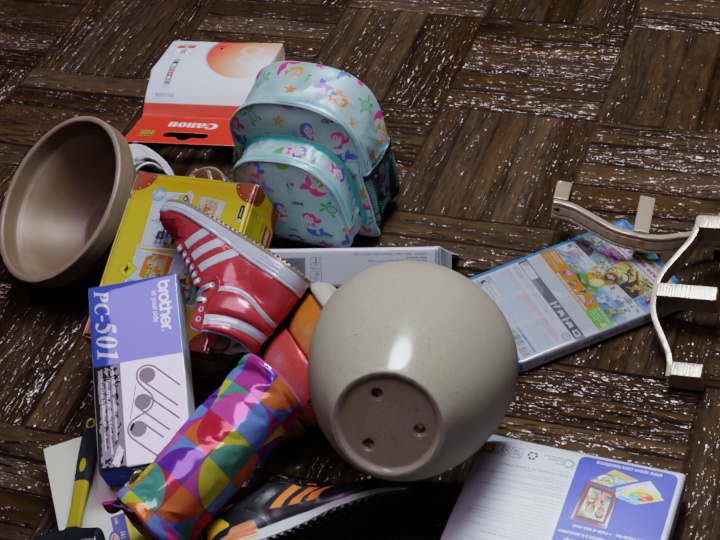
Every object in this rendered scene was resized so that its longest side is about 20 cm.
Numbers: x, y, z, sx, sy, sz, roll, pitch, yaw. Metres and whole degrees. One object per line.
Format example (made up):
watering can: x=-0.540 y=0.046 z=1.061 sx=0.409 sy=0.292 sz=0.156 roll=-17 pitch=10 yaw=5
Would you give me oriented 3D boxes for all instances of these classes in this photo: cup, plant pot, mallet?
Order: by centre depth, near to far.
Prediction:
cup: x=0.037 y=0.108 z=1.370 sx=0.198 sy=0.202 sz=0.143 roll=-1 pitch=18 yaw=11
mallet: x=-0.259 y=0.210 z=1.469 sx=0.065 sy=0.041 sz=0.201 roll=-3 pitch=38 yaw=11
plant pot: x=-0.314 y=-0.067 z=1.749 sx=0.200 sy=0.092 sz=0.203 roll=-19 pitch=59 yaw=34

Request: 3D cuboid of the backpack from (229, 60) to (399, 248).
backpack: x=-0.057 y=-0.130 z=1.713 sx=0.176 sy=0.201 sz=0.151 roll=11 pitch=46 yaw=22

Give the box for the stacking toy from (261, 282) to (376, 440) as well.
stacking toy: x=-0.070 y=0.122 z=1.522 sx=0.199 sy=0.146 sz=0.146 roll=-37 pitch=45 yaw=0

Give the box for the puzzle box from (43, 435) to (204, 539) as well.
puzzle box: x=-0.230 y=0.230 z=1.485 sx=0.132 sy=0.026 sz=0.201 roll=-17 pitch=42 yaw=-7

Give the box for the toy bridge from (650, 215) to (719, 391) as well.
toy bridge: x=0.331 y=0.027 z=1.553 sx=0.067 sy=0.027 sz=0.201 roll=4 pitch=58 yaw=23

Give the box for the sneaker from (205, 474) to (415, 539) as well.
sneaker: x=-0.051 y=0.218 z=1.425 sx=0.198 sy=0.070 sz=0.090 roll=-19 pitch=45 yaw=-6

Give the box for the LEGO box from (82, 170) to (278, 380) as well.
LEGO box: x=-0.190 y=0.004 z=1.636 sx=0.148 sy=0.077 sz=0.202 roll=7 pitch=67 yaw=20

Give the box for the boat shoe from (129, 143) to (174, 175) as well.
boat shoe: x=-0.255 y=-0.105 z=1.828 sx=0.071 sy=0.066 sz=0.201 roll=-19 pitch=42 yaw=-8

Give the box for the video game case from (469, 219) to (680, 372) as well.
video game case: x=0.227 y=0.024 z=1.619 sx=0.198 sy=0.018 sz=0.143 roll=-21 pitch=42 yaw=-10

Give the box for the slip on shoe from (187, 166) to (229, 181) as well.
slip on shoe: x=-0.159 y=-0.020 z=1.721 sx=0.075 sy=0.061 sz=0.201 roll=-19 pitch=59 yaw=7

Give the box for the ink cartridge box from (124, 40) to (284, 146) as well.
ink cartridge box: x=-0.200 y=-0.229 z=1.951 sx=0.161 sy=0.051 sz=0.200 roll=4 pitch=34 yaw=17

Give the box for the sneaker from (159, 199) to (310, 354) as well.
sneaker: x=-0.153 y=0.010 z=1.538 sx=0.199 sy=0.071 sz=0.113 roll=29 pitch=82 yaw=34

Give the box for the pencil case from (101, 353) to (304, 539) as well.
pencil case: x=-0.142 y=0.170 z=1.414 sx=0.200 sy=0.089 sz=0.088 roll=-45 pitch=50 yaw=-16

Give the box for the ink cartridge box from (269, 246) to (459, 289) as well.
ink cartridge box: x=0.000 y=0.000 z=1.633 sx=0.198 sy=0.174 sz=0.044 roll=-1 pitch=86 yaw=11

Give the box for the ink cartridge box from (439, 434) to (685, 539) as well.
ink cartridge box: x=0.173 y=0.247 z=1.367 sx=0.196 sy=0.047 sz=0.201 roll=10 pitch=47 yaw=21

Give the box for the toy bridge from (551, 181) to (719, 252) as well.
toy bridge: x=0.303 y=-0.049 z=1.637 sx=0.198 sy=0.027 sz=0.067 roll=12 pitch=41 yaw=10

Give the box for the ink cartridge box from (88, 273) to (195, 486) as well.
ink cartridge box: x=-0.216 y=0.106 z=1.516 sx=0.093 sy=0.044 sz=0.202 roll=-10 pitch=62 yaw=1
